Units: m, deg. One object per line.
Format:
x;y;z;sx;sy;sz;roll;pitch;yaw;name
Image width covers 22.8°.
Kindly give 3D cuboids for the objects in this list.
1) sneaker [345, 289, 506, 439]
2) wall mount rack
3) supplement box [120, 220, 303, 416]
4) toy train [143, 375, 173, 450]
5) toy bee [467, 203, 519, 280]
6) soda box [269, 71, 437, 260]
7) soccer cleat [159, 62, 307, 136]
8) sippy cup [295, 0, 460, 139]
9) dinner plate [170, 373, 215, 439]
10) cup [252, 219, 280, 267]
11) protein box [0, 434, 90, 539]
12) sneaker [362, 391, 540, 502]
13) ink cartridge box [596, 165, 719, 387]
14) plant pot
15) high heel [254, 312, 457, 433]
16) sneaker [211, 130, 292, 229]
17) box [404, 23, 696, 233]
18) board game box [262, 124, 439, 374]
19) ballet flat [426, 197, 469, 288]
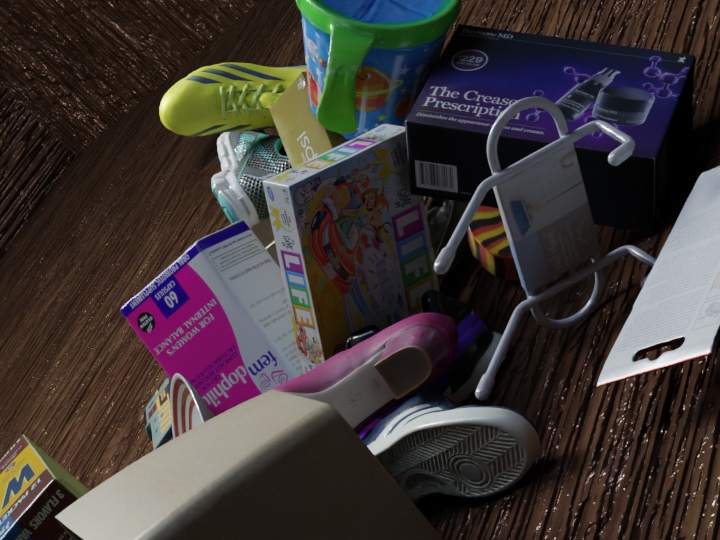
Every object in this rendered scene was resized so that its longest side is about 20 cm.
0.015;0.095;1.400;0.200;0.100;0.070;-46;14;-3;sneaker
0.124;-0.012;1.252;0.173;0.201;0.075;-30;36;-13;wall mount rack
-0.092;0.073;1.516;0.101;0.200;0.103;-39;-3;24;supplement box
-0.166;0.145;1.794;0.114;0.085;0.200;-57;17;8;toy train
0.126;-0.085;1.543;0.200;0.108;0.132;-52;-29;-47;toy bee
-0.007;-0.074;1.549;0.067;0.201;0.064;-8;-23;-37;soda box
-0.086;-0.158;1.655;0.199;0.065;0.084;-7;19;-23;soccer cleat
0.010;-0.184;1.481;0.177;0.140;0.131;-24;-40;-30;sippy cup
-0.120;0.180;1.448;0.024;0.202;0.200;-11;8;-17;dinner plate
-0.018;-0.027;1.702;0.200;0.143;0.201;-42;17;16;cup
-0.236;0.262;1.458;0.135;0.198;0.200;-49;17;-8;protein box
0.062;0.117;1.285;0.200;0.075;0.085;-21;23;48;sneaker
0.238;0.004;1.153;0.109;0.050;0.200;-23;29;53;ink cartridge box
-0.063;0.192;1.220;0.177;0.200;0.200;-44;15;-15;plant pot
-0.014;0.095;1.354;0.199;0.068;0.096;-24;7;22;high heel
-0.084;-0.097;1.688;0.091;0.078;0.200;-26;23;8;sneaker
0.152;-0.116;1.411;0.199;0.079;0.141;10;41;18;box
0.000;0.000;1.432;0.134;0.201;0.034;-28;27;-36;board game box
0.045;0.007;1.607;0.067;0.064;0.200;-26;26;50;ballet flat
